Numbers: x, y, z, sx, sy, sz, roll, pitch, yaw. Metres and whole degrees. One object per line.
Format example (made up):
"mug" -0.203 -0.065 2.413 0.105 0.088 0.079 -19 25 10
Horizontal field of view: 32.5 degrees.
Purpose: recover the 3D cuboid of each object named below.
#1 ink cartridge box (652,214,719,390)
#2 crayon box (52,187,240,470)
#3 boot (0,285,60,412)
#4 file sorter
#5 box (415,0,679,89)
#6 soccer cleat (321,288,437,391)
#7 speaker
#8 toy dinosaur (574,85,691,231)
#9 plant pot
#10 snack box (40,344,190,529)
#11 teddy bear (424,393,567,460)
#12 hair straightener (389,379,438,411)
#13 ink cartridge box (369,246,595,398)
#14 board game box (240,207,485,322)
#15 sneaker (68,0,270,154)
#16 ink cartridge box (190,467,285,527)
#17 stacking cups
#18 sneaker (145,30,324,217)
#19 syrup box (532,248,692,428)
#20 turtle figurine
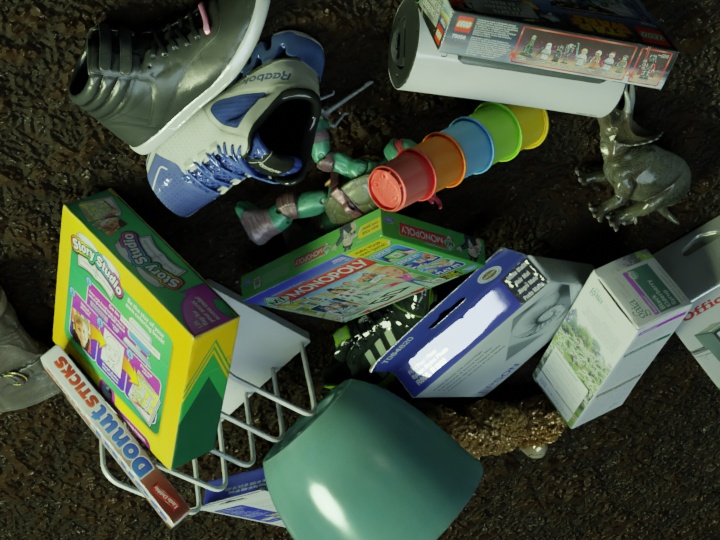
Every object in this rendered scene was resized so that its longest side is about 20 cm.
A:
"ink cartridge box" 0.413 0.039 1.339 0.146 0.084 0.200 -34 130 16
"crayon box" -0.201 0.053 1.128 0.058 0.200 0.173 -23 143 -39
"boot" -0.393 0.091 1.208 0.200 0.069 0.174 -12 141 6
"file sorter" -0.160 0.138 1.264 0.139 0.125 0.200 31 119 -33
"box" 0.144 -0.212 1.011 0.200 0.137 0.040 7 127 -18
"soccer cleat" 0.018 0.064 1.281 0.081 0.068 0.200 9 131 -19
"speaker" 0.127 -0.185 1.072 0.200 0.081 0.081 6 130 -18
"toy dinosaur" 0.278 -0.087 1.200 0.102 0.077 0.200 -34 128 26
"plant pot" -0.002 0.210 1.261 0.201 0.201 0.161 -42 94 23
"snack box" -0.232 0.159 1.172 0.024 0.200 0.072 -38 175 -18
"teddy bear" 0.141 0.186 1.393 0.200 0.067 0.145 4 151 -33
"hair straightener" 0.016 0.165 1.380 0.200 0.041 0.077 -25 142 9
"ink cartridge box" 0.136 0.061 1.268 0.200 0.041 0.200 -44 152 25
"board game box" 0.000 0.000 1.170 0.134 0.029 0.200 13 154 -40
"sneaker" -0.162 -0.182 1.009 0.099 0.071 0.200 26 125 -37
"ink cartridge box" -0.098 0.252 1.383 0.099 0.039 0.200 -17 157 23
"stacking cups" 0.088 -0.100 1.074 0.200 0.060 0.061 -34 148 -41
"sneaker" -0.105 -0.109 1.060 0.199 0.115 0.081 -40 127 22
"syrup box" 0.260 0.074 1.297 0.081 0.079 0.200 -20 150 -28
"turtle figurine" -0.009 -0.084 1.124 0.200 0.101 0.150 -33 131 24
